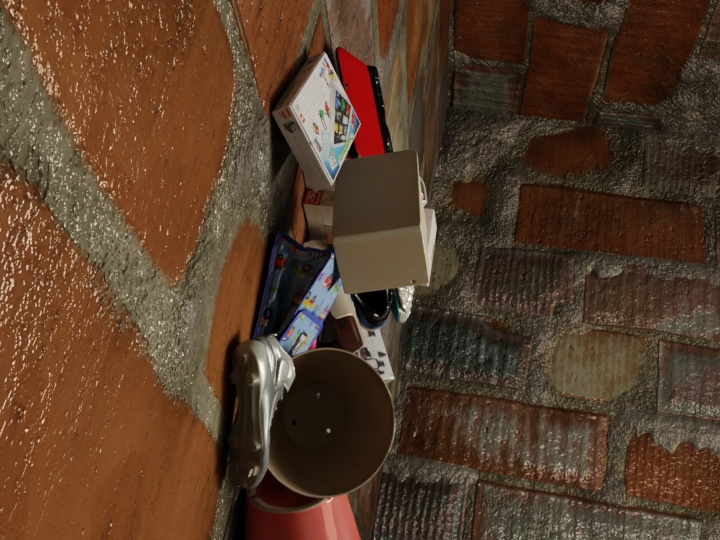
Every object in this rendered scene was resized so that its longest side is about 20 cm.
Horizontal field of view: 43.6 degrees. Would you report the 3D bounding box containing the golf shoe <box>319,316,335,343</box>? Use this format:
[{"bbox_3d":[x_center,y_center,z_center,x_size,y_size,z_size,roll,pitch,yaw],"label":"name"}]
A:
[{"bbox_3d":[-0.056,0.128,1.717,0.091,0.075,0.203,-34,-133,39],"label":"golf shoe"}]

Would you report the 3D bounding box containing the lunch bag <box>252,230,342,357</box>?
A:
[{"bbox_3d":[-0.103,0.065,1.311,0.151,0.093,0.203,51,60,-77],"label":"lunch bag"}]

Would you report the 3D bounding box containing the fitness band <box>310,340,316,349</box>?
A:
[{"bbox_3d":[-0.105,0.164,1.482,0.200,0.037,0.147,-44,141,-78],"label":"fitness band"}]

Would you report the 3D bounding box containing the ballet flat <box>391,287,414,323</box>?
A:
[{"bbox_3d":[0.062,-0.009,1.573,0.072,0.071,0.203,79,-7,-66],"label":"ballet flat"}]

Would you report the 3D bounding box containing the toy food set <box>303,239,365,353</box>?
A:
[{"bbox_3d":[-0.052,0.052,1.550,0.201,0.060,0.145,74,-8,-67],"label":"toy food set"}]

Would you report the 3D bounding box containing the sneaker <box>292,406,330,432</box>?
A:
[{"bbox_3d":[-0.109,0.285,1.422,0.079,0.071,0.202,9,114,-48],"label":"sneaker"}]

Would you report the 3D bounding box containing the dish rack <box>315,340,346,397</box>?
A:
[{"bbox_3d":[-0.066,0.231,1.580,0.153,0.053,0.204,-154,-109,-74],"label":"dish rack"}]

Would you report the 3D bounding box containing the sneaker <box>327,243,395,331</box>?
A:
[{"bbox_3d":[0.001,0.000,1.532,0.111,0.075,0.203,129,-56,-76],"label":"sneaker"}]

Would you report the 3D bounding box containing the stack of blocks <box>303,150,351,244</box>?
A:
[{"bbox_3d":[-0.053,-0.145,1.475,0.201,0.057,0.117,83,17,-59],"label":"stack of blocks"}]

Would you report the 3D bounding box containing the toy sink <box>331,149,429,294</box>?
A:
[{"bbox_3d":[0.032,-0.072,1.338,0.202,0.128,0.113,-90,170,-52],"label":"toy sink"}]

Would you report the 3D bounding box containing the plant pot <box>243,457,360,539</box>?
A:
[{"bbox_3d":[-0.089,0.388,1.336,0.201,0.196,0.181,-64,152,-64],"label":"plant pot"}]

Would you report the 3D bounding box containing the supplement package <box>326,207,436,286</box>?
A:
[{"bbox_3d":[0.037,-0.053,1.691,0.120,0.196,0.124,62,36,-75],"label":"supplement package"}]

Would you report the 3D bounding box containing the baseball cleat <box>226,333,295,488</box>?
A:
[{"bbox_3d":[-0.125,0.184,1.186,0.106,0.069,0.204,-18,119,-52],"label":"baseball cleat"}]

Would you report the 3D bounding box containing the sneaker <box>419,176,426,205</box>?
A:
[{"bbox_3d":[0.046,-0.101,1.522,0.104,0.076,0.201,-33,-167,43],"label":"sneaker"}]

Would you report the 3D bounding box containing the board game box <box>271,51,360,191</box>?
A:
[{"bbox_3d":[-0.058,-0.216,1.287,0.128,0.034,0.201,62,25,-25],"label":"board game box"}]

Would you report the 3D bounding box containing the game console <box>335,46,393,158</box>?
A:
[{"bbox_3d":[-0.016,-0.245,1.526,0.172,0.117,0.204,-31,-114,55],"label":"game console"}]

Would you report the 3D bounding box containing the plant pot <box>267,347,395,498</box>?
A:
[{"bbox_3d":[-0.060,0.215,1.299,0.134,0.196,0.204,152,-52,-78],"label":"plant pot"}]

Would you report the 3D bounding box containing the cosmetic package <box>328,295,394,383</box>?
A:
[{"bbox_3d":[-0.005,0.115,1.667,0.082,0.050,0.203,6,60,-48],"label":"cosmetic package"}]
